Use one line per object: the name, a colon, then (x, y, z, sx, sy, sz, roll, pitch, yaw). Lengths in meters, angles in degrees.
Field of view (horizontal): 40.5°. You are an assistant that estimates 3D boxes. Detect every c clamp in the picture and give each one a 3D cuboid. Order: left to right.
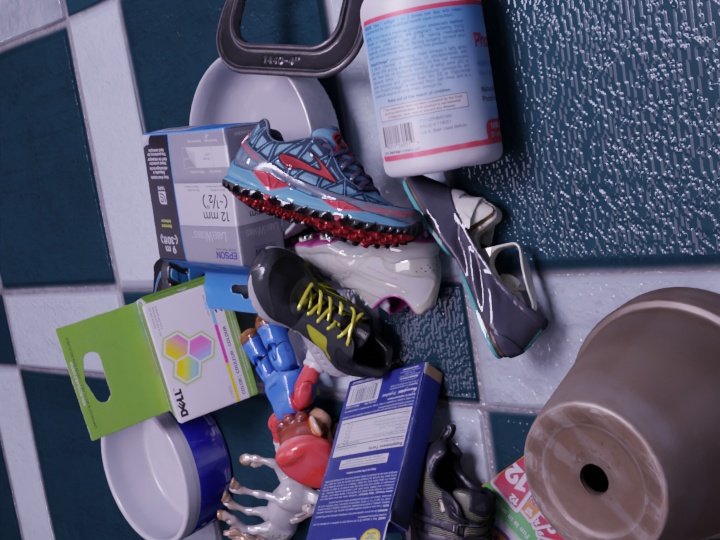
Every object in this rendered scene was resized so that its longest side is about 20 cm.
c clamp: (-0.052, -0.267, 0.943, 0.197, 0.027, 0.174, 3, 83, 28)

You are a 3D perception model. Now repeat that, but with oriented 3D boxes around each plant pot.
plant pot: (0.219, 0.131, 0.746, 0.198, 0.172, 0.203, 16, 114, 40)

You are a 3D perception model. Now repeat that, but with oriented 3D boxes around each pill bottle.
pill bottle: (0.059, -0.189, 0.854, 0.108, 0.108, 0.203, -2, 100, 44)

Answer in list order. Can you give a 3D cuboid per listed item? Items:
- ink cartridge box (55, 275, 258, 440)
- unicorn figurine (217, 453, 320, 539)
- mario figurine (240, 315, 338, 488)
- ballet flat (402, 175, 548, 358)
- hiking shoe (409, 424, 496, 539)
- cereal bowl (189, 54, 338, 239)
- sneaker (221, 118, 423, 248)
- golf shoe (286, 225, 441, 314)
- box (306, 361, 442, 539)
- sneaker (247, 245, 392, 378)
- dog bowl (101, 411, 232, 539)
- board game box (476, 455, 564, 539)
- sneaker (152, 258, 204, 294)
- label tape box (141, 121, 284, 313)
ink cartridge box: (-0.239, 0.107, 1.150, 0.076, 0.197, 0.150, 8, 116, 69)
unicorn figurine: (-0.094, 0.279, 1.158, 0.136, 0.075, 0.201, 24, 149, -4)
mario figurine: (-0.064, 0.149, 1.113, 0.124, 0.105, 0.202, 91, 159, -69)
ballet flat: (0.110, -0.018, 0.891, 0.073, 0.072, 0.202, -44, 65, 42)
hiking shoe: (0.092, 0.253, 0.930, 0.101, 0.075, 0.202, -49, 54, 44)
cereal bowl: (-0.090, -0.133, 1.033, 0.198, 0.083, 0.203, 15, 112, 41)
sneaker: (-0.029, -0.087, 0.894, 0.197, 0.079, 0.097, 19, 82, 15)
golf shoe: (0.000, 0.000, 0.993, 0.198, 0.075, 0.093, 3, 107, 45)
box: (0.012, 0.196, 0.976, 0.032, 0.202, 0.120, 37, 144, -28)
sneaker: (-0.033, 0.042, 0.983, 0.084, 0.200, 0.075, 6, 61, 42)
dog bowl: (-0.264, 0.261, 1.319, 0.198, 0.078, 0.203, 15, 112, 41)
board game box: (0.140, 0.258, 0.963, 0.096, 0.030, 0.200, 57, 135, 17)
sneaker: (-0.223, 0.074, 1.243, 0.081, 0.072, 0.204, 2, 96, 56)
label tape box: (-0.150, -0.048, 1.014, 0.142, 0.066, 0.203, 4, 104, 43)
